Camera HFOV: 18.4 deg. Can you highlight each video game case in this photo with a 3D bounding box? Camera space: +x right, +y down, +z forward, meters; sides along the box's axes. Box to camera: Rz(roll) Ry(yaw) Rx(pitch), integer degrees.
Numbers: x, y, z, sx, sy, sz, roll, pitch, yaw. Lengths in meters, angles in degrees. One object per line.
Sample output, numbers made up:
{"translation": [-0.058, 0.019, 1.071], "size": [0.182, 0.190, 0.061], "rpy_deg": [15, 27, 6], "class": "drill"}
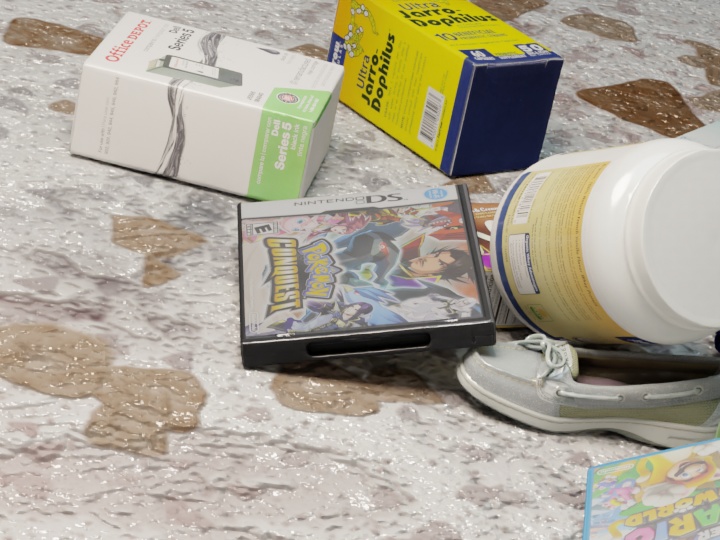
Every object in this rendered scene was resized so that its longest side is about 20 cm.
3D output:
{"translation": [0.000, 0.000, 1.630], "size": [0.179, 0.026, 0.200], "rpy_deg": [-5, 31, -1], "class": "video game case"}
{"translation": [0.208, 0.162, 1.389], "size": [0.142, 0.018, 0.200], "rpy_deg": [-14, 21, 14], "class": "video game case"}

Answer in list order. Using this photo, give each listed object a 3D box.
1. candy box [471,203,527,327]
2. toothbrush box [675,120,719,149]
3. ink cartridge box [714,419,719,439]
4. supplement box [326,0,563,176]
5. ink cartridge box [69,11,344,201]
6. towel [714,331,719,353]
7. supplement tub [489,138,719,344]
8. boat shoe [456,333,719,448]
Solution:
{"translation": [0.148, -0.006, 1.746], "size": [0.198, 0.057, 0.117], "rpy_deg": [1, 27, -26], "class": "candy box"}
{"translation": [0.356, -0.066, 1.938], "size": [0.146, 0.086, 0.199], "rpy_deg": [28, 30, 30], "class": "toothbrush box"}
{"translation": [0.328, 0.108, 1.588], "size": [0.103, 0.060, 0.200], "rpy_deg": [21, 26, 20], "class": "ink cartridge box"}
{"translation": [0.071, -0.179, 2.007], "size": [0.108, 0.110, 0.200], "rpy_deg": [-8, 32, -38], "class": "supplement box"}
{"translation": [-0.127, -0.136, 1.853], "size": [0.198, 0.085, 0.146], "rpy_deg": [14, 25, 4], "class": "ink cartridge box"}
{"translation": [0.380, 0.063, 1.730], "size": [0.199, 0.050, 0.147], "rpy_deg": [23, 20, 21], "class": "towel"}
{"translation": [0.197, -0.019, 1.590], "size": [0.143, 0.146, 0.200], "rpy_deg": [-1, -1, -26], "class": "supplement tub"}
{"translation": [0.169, 0.076, 1.572], "size": [0.200, 0.065, 0.075], "rpy_deg": [12, 25, -1], "class": "boat shoe"}
